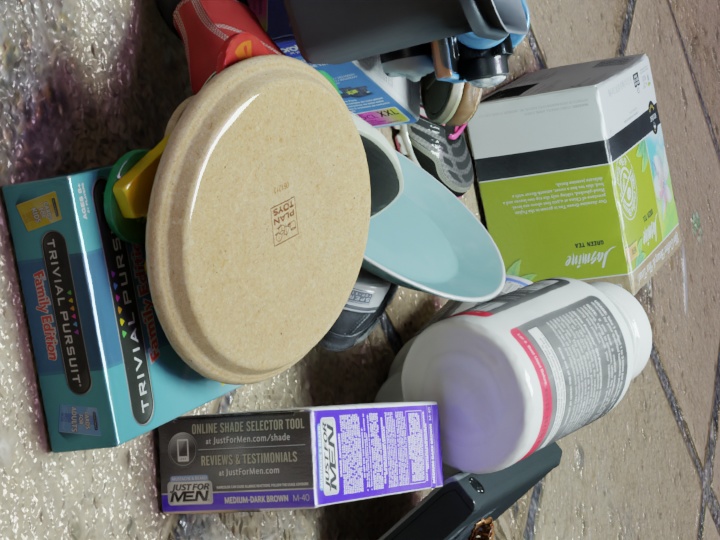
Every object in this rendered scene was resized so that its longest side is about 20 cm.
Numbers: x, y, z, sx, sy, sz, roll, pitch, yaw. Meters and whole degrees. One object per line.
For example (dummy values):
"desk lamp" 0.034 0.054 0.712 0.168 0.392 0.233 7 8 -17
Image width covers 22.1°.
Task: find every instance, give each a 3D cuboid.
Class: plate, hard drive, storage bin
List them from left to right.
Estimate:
"storage bin" 0.007 -0.223 1.165 0.146 0.134 0.201 -23 95 -75
"plate" 0.015 -0.038 1.317 0.200 0.026 0.200 28 25 -14
"hard drive" 0.066 0.187 1.365 0.033 0.140 0.200 50 21 12

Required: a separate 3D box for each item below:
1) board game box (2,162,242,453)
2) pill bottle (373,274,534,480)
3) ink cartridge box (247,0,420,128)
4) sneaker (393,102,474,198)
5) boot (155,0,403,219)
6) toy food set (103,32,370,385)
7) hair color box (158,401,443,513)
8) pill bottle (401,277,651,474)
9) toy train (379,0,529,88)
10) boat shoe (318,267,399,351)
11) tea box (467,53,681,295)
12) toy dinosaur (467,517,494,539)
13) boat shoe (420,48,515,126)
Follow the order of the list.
"board game box" -0.124 0.009 1.092 0.200 0.047 0.152 -23 105 -65
"pill bottle" 0.088 0.086 1.457 0.200 0.113 0.114 -40 120 -61
"ink cartridge box" -0.028 -0.200 1.324 0.200 0.076 0.137 36 51 -60
"sneaker" 0.072 -0.154 1.517 0.074 0.087 0.201 -46 125 -60
"boot" -0.053 -0.120 1.207 0.200 0.072 0.145 36 20 -50
"toy food set" -0.061 -0.034 1.077 0.200 0.048 0.199 -46 133 -36
"hair color box" -0.034 0.119 1.187 0.200 0.109 0.065 9 77 -64
"pill bottle" 0.128 0.067 1.322 0.200 0.110 0.111 -19 101 -51
"toy train" 0.049 -0.222 1.273 0.087 0.114 0.201 -16 98 -73
"boat shoe" 0.000 0.000 1.352 0.200 0.071 0.068 -74 -177 -66
"tea box" 0.204 -0.086 1.735 0.200 0.133 0.198 -35 116 -63
"toy dinosaur" 0.055 0.267 1.341 0.136 0.102 0.201 -36 126 -59
"boat shoe" 0.091 -0.184 1.403 0.068 0.072 0.201 21 50 -18
